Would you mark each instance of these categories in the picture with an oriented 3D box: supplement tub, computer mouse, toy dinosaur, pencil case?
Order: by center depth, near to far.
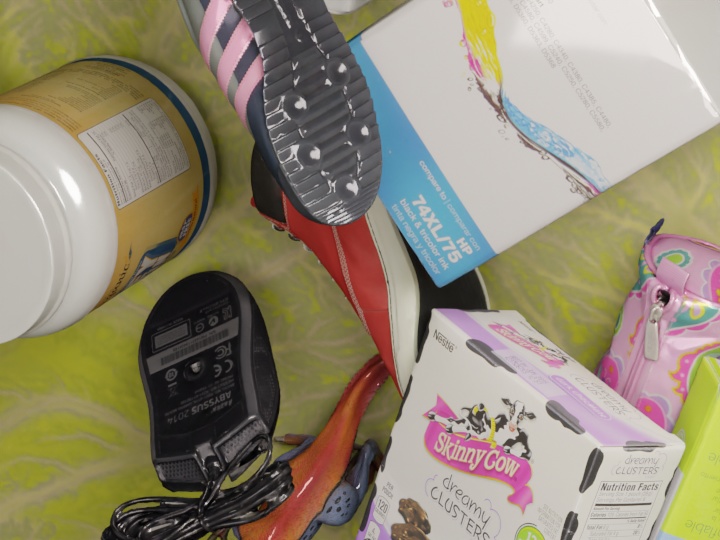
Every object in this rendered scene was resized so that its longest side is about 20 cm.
[{"bbox_3d":[0.171,0.075,1.355,0.087,0.087,0.201,27,119,14],"label":"pencil case"},{"bbox_3d":[-0.192,-0.044,1.416,0.144,0.200,0.145,9,112,22],"label":"supplement tub"},{"bbox_3d":[-0.060,0.150,1.434,0.105,0.181,0.201,21,115,17],"label":"toy dinosaur"},{"bbox_3d":[-0.096,0.092,1.455,0.138,0.201,0.053,-21,139,21],"label":"computer mouse"}]

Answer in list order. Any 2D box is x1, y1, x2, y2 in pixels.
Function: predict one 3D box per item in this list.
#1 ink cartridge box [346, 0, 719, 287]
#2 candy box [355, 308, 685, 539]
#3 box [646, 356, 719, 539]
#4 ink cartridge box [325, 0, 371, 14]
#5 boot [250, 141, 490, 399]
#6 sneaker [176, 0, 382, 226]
[{"bbox_3d":[0.106,-0.115,1.282,0.200,0.147,0.146,-31,93,31],"label":"ink cartridge box"},{"bbox_3d":[0.083,0.147,1.340,0.168,0.071,0.201,39,118,47],"label":"candy box"},{"bbox_3d":[0.220,0.160,1.320,0.121,0.048,0.201,16,110,-11],"label":"box"},{"bbox_3d":[-0.040,-0.268,1.332,0.145,0.084,0.201,18,114,18],"label":"ink cartridge box"},{"bbox_3d":[0.000,0.000,1.425,0.144,0.072,0.201,10,124,45],"label":"boot"},{"bbox_3d":[-0.050,-0.113,1.254,0.082,0.070,0.201,-31,79,64],"label":"sneaker"}]
